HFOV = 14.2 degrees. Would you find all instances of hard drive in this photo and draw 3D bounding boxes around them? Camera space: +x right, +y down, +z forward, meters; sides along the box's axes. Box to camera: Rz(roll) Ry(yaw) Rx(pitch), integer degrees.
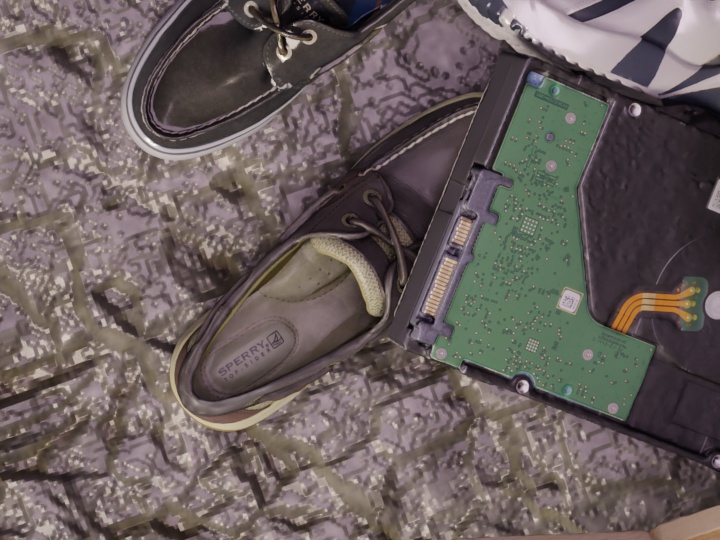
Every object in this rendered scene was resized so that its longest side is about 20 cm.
[{"bbox_3d":[0.125,0.002,1.274,0.200,0.038,0.140,20,92,-22],"label":"hard drive"}]

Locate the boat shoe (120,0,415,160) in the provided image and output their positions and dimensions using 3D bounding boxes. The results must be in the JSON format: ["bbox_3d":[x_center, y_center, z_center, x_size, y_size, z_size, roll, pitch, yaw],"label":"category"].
[{"bbox_3d":[-0.023,-0.121,1.271,0.200,0.057,0.069,-38,96,-1],"label":"boat shoe"}]

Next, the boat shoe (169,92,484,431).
[{"bbox_3d":[-0.001,0.000,1.276,0.201,0.066,0.072,-40,95,0],"label":"boat shoe"}]

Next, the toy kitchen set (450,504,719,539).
[{"bbox_3d":[0.156,0.158,1.169,0.180,0.200,0.163,0,63,-24],"label":"toy kitchen set"}]

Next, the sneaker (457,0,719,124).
[{"bbox_3d":[0.148,-0.135,1.270,0.199,0.079,0.130,21,91,-6],"label":"sneaker"}]
